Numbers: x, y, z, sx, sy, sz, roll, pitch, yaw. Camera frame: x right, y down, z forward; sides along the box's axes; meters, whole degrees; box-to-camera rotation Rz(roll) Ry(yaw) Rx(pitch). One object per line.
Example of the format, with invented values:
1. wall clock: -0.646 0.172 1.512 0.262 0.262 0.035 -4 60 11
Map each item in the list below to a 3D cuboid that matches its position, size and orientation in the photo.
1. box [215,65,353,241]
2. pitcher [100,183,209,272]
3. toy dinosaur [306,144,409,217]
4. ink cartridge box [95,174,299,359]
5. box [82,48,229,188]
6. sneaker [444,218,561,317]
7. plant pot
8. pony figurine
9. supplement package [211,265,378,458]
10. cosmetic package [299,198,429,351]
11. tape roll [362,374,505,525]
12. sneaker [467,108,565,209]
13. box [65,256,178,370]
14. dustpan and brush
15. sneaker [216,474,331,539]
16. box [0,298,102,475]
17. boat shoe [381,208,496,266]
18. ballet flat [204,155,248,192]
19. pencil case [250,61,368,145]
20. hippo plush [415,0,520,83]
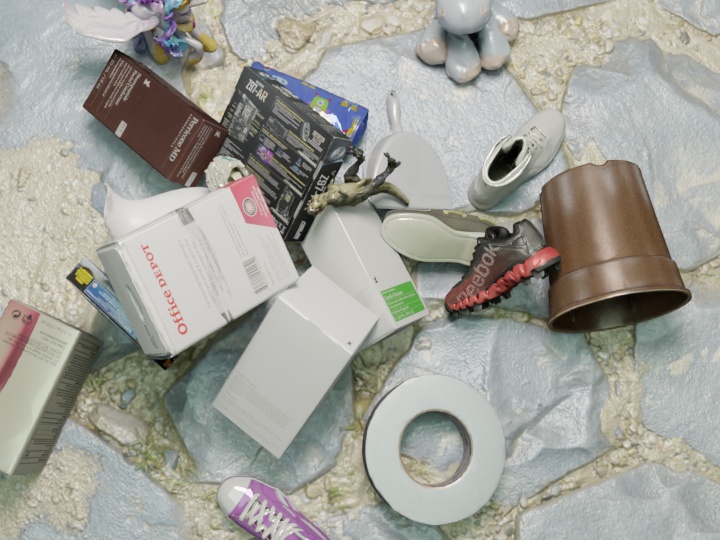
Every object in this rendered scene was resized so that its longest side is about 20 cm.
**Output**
1. box: -0.121 -0.163 1.179 0.199 0.043 0.162 40 113 29
2. pitcher: -0.265 -0.038 1.201 0.196 0.173 0.123 2 45 -20
3. toy dinosaur: 0.006 -0.120 1.145 0.198 0.089 0.048 -10 47 -41
4. ink cartridge box: -0.194 -0.005 1.025 0.199 0.084 0.148 -32 103 -35
5. box: -0.293 -0.215 1.211 0.199 0.075 0.101 38 99 20
6. sneaker: 0.186 -0.005 1.198 0.070 0.200 0.099 -16 76 -47
7. plant pot: 0.346 -0.035 1.207 0.196 0.201 0.202 -6 72 -5
8. pony figurine: -0.300 -0.371 1.213 0.190 0.200 0.170 17 79 0
9. supplement package: -0.085 0.120 1.130 0.121 0.120 0.201 37 117 4
10. cosmetic package: 0.000 0.000 1.201 0.084 0.107 0.203 -31 83 33
11. tape roll: 0.101 0.249 1.192 0.196 0.066 0.205 1 79 -4
12. sneaker: 0.246 -0.179 1.258 0.074 0.116 0.200 42 78 7
13. box: -0.309 0.063 1.131 0.137 0.200 0.040 42 76 6
14. dustpan and brush: 0.062 -0.184 1.278 0.137 0.057 0.204 1 80 -24
15. sneaker: -0.109 0.342 1.137 0.198 0.114 0.073 32 80 4
16. box: -0.449 0.158 1.142 0.107 0.128 0.203 24 78 1
17. boat shoe: 0.120 -0.054 1.236 0.198 0.073 0.061 11 34 -16
18. ballet flat: -0.152 -0.055 1.134 0.071 0.072 0.203 -22 104 -8
19. pencil case: -0.087 -0.237 1.264 0.197 0.078 0.088 22 71 1
20. hippo plush: 0.174 -0.399 1.270 0.156 0.161 0.204 12 79 -1
